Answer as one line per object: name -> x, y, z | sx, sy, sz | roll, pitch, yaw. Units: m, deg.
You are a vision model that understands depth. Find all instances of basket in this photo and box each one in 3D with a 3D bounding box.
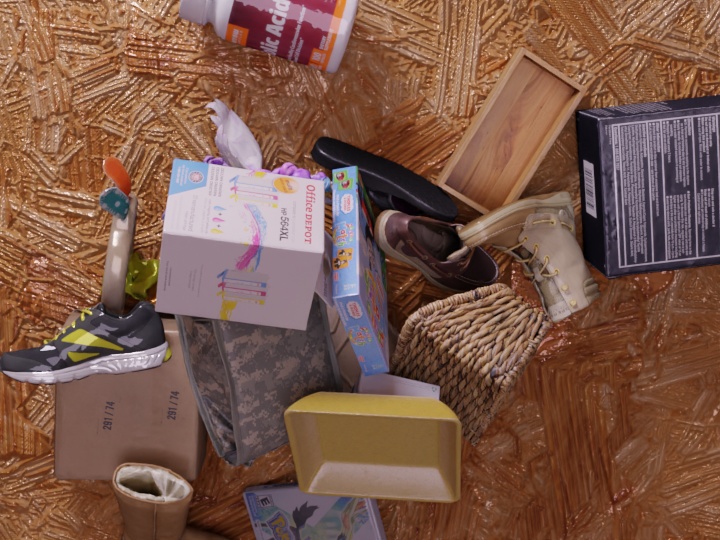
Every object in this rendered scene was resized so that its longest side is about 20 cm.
basket -> 0.135, 0.094, 1.441 | 0.149, 0.200, 0.143 | 33, 60, 12

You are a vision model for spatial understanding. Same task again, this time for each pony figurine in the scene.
pony figurine -> -0.144, -0.093, 1.416 | 0.200, 0.167, 0.193 | -40, 116, 14

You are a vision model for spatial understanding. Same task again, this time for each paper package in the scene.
paper package -> -0.287, 0.158, 1.466 | 0.189, 0.103, 0.201 | 2, 100, -6

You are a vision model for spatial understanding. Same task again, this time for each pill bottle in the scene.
pill bottle -> -0.108, -0.317, 1.380 | 0.199, 0.114, 0.115 | 16, 100, -7

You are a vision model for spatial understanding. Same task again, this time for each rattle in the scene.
rattle -> -0.249, -0.032, 1.404 | 0.142, 0.130, 0.201 | 18, 118, 4

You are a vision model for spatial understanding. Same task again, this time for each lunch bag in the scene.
lunch bag -> -0.117, 0.121, 1.405 | 0.164, 0.117, 0.201 | -21, 107, -34

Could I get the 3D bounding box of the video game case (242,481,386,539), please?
video game case -> -0.048, 0.371, 1.530 | 0.181, 0.022, 0.201 | -10, 103, 22

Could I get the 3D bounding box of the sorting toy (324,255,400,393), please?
sorting toy -> -0.059, 0.103, 1.509 | 0.200, 0.036, 0.185 | -40, 101, 9

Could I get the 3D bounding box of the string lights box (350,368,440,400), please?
string lights box -> 0.023, 0.207, 1.458 | 0.102, 0.059, 0.200 | 14, 143, -7

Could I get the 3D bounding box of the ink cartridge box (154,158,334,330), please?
ink cartridge box -> -0.122, -0.028, 1.305 | 0.199, 0.129, 0.126 | 7, 133, -8

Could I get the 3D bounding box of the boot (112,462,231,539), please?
boot -> -0.227, 0.322, 1.462 | 0.174, 0.066, 0.200 | 9, 142, -5

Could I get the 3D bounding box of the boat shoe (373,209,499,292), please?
boat shoe -> 0.110, -0.024, 1.438 | 0.200, 0.072, 0.072 | 27, 70, -35

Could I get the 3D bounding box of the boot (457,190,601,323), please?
boot -> 0.213, -0.009, 1.424 | 0.073, 0.199, 0.156 | -21, 86, 43

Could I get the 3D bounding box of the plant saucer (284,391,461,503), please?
plant saucer -> 0.020, 0.202, 1.364 | 0.199, 0.049, 0.200 | 2, 143, 6

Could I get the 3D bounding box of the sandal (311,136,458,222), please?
sandal -> 0.029, -0.106, 1.460 | 0.200, 0.075, 0.048 | 26, 120, -1

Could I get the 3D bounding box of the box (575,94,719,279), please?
box -> 0.383, -0.108, 1.450 | 0.197, 0.123, 0.201 | -6, 103, -2

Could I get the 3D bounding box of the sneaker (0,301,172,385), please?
sneaker -> -0.326, 0.082, 1.366 | 0.199, 0.074, 0.085 | -8, 96, -13

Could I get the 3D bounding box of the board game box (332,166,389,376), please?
board game box -> 0.000, 0.000, 1.380 | 0.036, 0.201, 0.152 | -9, 139, 10

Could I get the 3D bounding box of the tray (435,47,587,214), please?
tray -> 0.189, -0.170, 1.469 | 0.098, 0.037, 0.201 | 31, 98, -9
